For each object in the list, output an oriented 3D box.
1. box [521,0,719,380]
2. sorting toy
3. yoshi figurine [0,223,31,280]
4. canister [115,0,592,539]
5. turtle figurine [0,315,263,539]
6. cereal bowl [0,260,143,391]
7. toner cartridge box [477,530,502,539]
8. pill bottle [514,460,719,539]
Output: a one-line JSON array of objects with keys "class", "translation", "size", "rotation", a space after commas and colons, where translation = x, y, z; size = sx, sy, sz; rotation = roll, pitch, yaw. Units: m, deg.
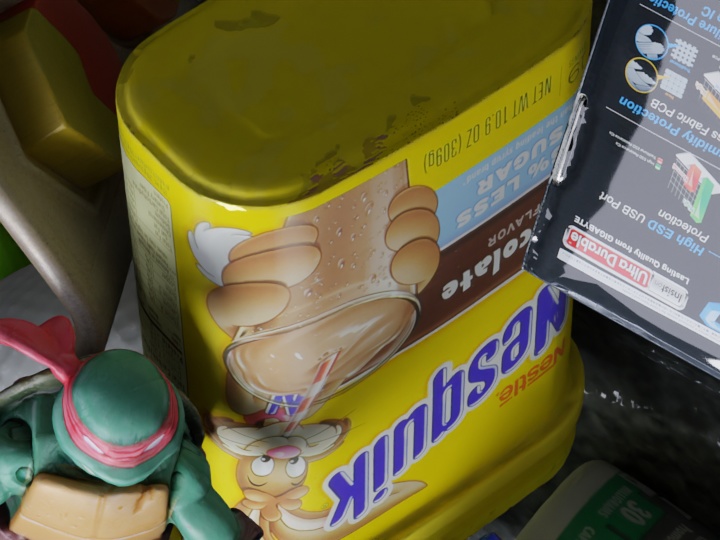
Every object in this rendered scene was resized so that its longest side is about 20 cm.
[{"class": "box", "translation": [0.150, -0.026, 0.719], "size": [0.199, 0.046, 0.160], "rotation": [29, 126, 19]}, {"class": "sorting toy", "translation": [-0.103, -0.099, 0.868], "size": [0.036, 0.185, 0.201], "rotation": [-21, 118, 19]}, {"class": "yoshi figurine", "translation": [-0.106, 0.040, 1.146], "size": [0.112, 0.112, 0.201], "rotation": [-26, 99, 16]}, {"class": "canister", "translation": [0.000, 0.000, 0.881], "size": [0.087, 0.148, 0.201], "rotation": [44, 153, 31]}, {"class": "turtle figurine", "translation": [-0.077, 0.077, 0.830], "size": [0.149, 0.101, 0.200], "rotation": [17, 153, -3]}, {"class": "cereal bowl", "translation": [-0.074, 0.095, 1.060], "size": [0.199, 0.083, 0.201], "rotation": [1, 117, 3]}, {"class": "toner cartridge box", "translation": [0.009, 0.164, 0.966], "size": [0.095, 0.043, 0.200], "rotation": [50, 139, -2]}, {"class": "pill bottle", "translation": [0.129, 0.161, 0.983], "size": [0.199, 0.113, 0.113], "rotation": [33, 150, 13]}]
